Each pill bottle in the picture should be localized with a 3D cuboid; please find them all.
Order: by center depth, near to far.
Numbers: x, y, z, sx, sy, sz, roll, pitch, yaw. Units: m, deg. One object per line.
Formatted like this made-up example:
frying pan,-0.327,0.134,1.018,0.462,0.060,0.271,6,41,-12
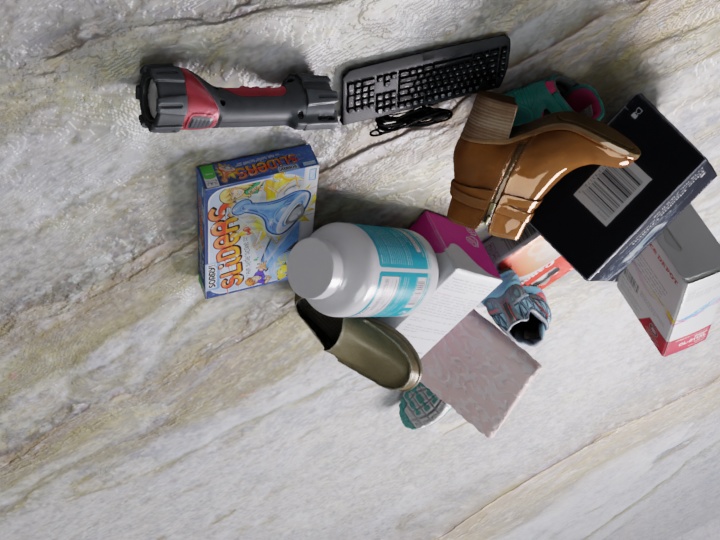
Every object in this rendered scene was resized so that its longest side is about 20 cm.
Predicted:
pill bottle,0.000,0.000,1.372,0.111,0.111,0.199,-43,155,26

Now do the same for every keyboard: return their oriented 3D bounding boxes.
keyboard,0.075,-0.193,1.262,0.198,0.040,0.104,-15,145,-13

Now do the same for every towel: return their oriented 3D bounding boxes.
towel,0.146,0.125,1.620,0.032,0.200,0.192,-40,162,-36

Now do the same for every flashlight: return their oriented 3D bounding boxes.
flashlight,-0.121,-0.173,1.145,0.199,0.068,0.068,-8,110,-32

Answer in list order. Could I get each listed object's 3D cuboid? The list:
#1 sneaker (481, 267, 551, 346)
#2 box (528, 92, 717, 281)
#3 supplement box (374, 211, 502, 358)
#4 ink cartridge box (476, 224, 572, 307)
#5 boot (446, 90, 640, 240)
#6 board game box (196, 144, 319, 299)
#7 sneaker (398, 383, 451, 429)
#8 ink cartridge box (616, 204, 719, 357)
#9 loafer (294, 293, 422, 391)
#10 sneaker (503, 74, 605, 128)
sneaker,0.222,0.071,1.596,0.079,0.096,0.200,-34,153,17
box,0.323,-0.094,1.407,0.197,0.118,0.200,-47,165,14
supplement box,0.073,0.031,1.513,0.103,0.102,0.200,12,132,-43
ink cartridge box,0.235,0.004,1.630,0.162,0.050,0.200,-36,142,17
boot,0.199,-0.102,1.287,0.198,0.077,0.157,13,112,-1
board game box,-0.122,-0.053,1.331,0.134,0.035,0.201,-14,145,-16
sneaker,0.149,0.189,1.811,0.200,0.078,0.091,-39,148,24
ink cartridge box,0.460,0.008,1.691,0.082,0.146,0.201,-19,147,-10
loafer,-0.011,0.088,1.454,0.076,0.199,0.067,-58,169,26
sneaker,0.239,-0.165,1.373,0.120,0.084,0.200,-25,147,17
